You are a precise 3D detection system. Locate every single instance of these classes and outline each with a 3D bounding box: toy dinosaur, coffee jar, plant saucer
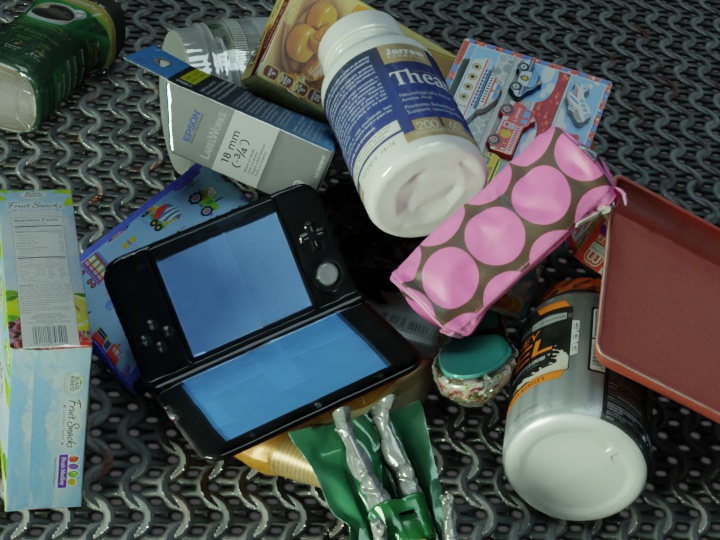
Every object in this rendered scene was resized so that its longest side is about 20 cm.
[{"bbox_3d":[-0.005,-0.039,1.498,0.199,0.103,0.136,-19,26,-4],"label":"toy dinosaur"},{"bbox_3d":[-0.333,-0.229,1.685,0.104,0.086,0.200,18,39,15],"label":"coffee jar"},{"bbox_3d":[0.277,0.040,1.334,0.199,0.037,0.201,26,47,-14],"label":"plant saucer"}]

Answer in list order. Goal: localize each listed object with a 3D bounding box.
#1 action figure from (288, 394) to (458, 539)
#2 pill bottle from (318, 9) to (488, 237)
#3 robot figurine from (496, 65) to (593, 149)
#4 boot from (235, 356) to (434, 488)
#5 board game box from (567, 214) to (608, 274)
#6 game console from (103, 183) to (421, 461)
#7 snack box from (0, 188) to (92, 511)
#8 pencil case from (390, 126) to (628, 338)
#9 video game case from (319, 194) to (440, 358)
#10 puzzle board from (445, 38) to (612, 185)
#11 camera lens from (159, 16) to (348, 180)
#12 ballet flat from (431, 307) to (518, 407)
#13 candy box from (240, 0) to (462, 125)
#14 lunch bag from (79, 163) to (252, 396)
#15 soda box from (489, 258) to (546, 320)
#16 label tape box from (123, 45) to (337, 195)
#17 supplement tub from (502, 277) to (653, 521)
[{"bbox_3d":[0.034,0.195,1.210,0.117,0.055,0.201,-14,67,-23],"label":"action figure"},{"bbox_3d":[0.029,-0.135,1.403,0.110,0.111,0.201,-6,49,-20],"label":"pill bottle"},{"bbox_3d":[0.161,-0.132,1.616,0.143,0.117,0.200,-11,-18,31],"label":"robot figurine"},{"bbox_3d":[-0.038,0.104,1.339,0.143,0.071,0.201,22,34,25],"label":"boot"},{"bbox_3d":[0.260,-0.020,1.488,0.151,0.046,0.200,33,15,-8],"label":"board game box"},{"bbox_3d":[-0.080,0.035,1.283,0.199,0.173,0.119,-23,5,-20],"label":"game console"},{"bbox_3d":[-0.254,0.059,1.261,0.067,0.169,0.200,-1,39,-17],"label":"snack box"},{"bbox_3d":[0.124,-0.028,1.327,0.094,0.200,0.091,49,6,20],"label":"pencil case"},{"bbox_3d":[0.000,0.000,1.519,0.199,0.024,0.182,16,37,9],"label":"video game case"},{"bbox_3d":[0.138,-0.129,1.477,0.150,0.017,0.201,19,54,8],"label":"puzzle board"},{"bbox_3d":[-0.090,-0.175,1.610,0.199,0.161,0.160,-5,40,-20],"label":"camera lens"},{"bbox_3d":[0.099,0.079,1.370,0.075,0.064,0.200,0,20,8],"label":"ballet flat"},{"bbox_3d":[-0.001,-0.187,1.527,0.199,0.116,0.055,27,-11,-19],"label":"candy box"},{"bbox_3d":[-0.170,0.016,1.403,0.199,0.094,0.151,-32,52,-18],"label":"lunch bag"},{"bbox_3d":[0.133,-0.024,1.475,0.068,0.064,0.200,18,21,1],"label":"soda box"},{"bbox_3d":[-0.120,-0.130,1.442,0.199,0.064,0.144,23,12,-2],"label":"label tape box"},{"bbox_3d":[0.187,0.102,1.347,0.122,0.123,0.200,12,36,2],"label":"supplement tub"}]
